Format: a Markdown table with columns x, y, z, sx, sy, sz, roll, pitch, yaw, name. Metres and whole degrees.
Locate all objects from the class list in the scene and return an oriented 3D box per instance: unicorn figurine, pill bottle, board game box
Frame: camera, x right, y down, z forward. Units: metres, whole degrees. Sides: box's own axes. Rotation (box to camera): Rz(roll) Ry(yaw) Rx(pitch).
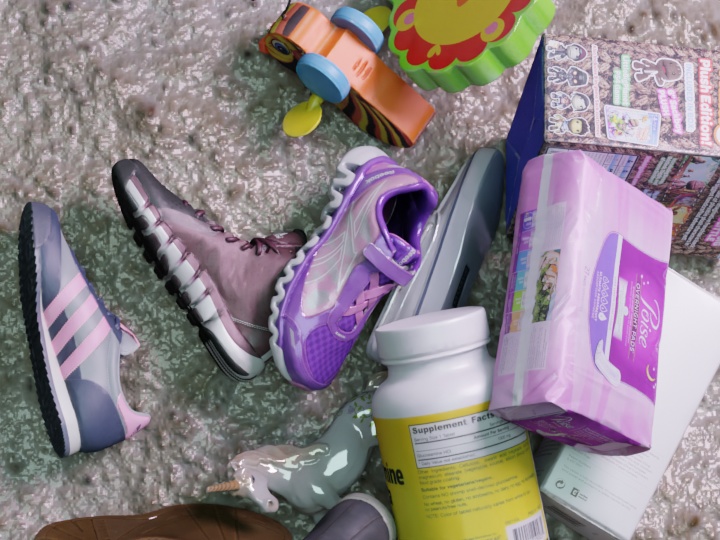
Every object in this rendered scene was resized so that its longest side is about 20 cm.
| x | y | z | sx | sy | sz | roll | pitch | yaw | name |
| --- | --- | --- | --- | --- | --- | --- | --- | --- | --- |
| -0.018 | 0.158 | 1.266 | 0.137 | 0.074 | 0.200 | 44 | 60 | 0 | unicorn figurine |
| 0.070 | 0.134 | 1.199 | 0.111 | 0.112 | 0.202 | -12 | 93 | -7 | pill bottle |
| 0.224 | -0.094 | 1.272 | 0.197 | 0.160 | 0.098 | 5 | 64 | -5 | board game box |

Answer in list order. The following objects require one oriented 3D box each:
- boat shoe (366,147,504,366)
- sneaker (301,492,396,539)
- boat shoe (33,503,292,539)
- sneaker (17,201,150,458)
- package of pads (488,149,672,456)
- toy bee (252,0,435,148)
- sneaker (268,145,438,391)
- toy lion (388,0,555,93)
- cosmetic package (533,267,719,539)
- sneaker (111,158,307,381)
| x | y | z | sx | sy | sz | roll | pitch | yaw | name |
| --- | --- | --- | --- | --- | --- | --- | --- | --- | --- |
| 0.059 | -0.014 | 1.298 | 0.065 | 0.074 | 0.202 | 13 | 66 | 23 | boat shoe |
| -0.053 | 0.258 | 1.187 | 0.074 | 0.106 | 0.202 | 32 | 114 | 20 | sneaker |
| -0.151 | 0.230 | 1.248 | 0.198 | 0.072 | 0.073 | -3 | 111 | -16 | boat shoe |
| -0.219 | 0.042 | 1.274 | 0.081 | 0.070 | 0.202 | -9 | 84 | -23 | sneaker |
| 0.165 | 0.026 | 1.181 | 0.120 | 0.075 | 0.202 | 25 | 64 | -36 | package of pads |
| -0.029 | -0.182 | 1.314 | 0.130 | 0.108 | 0.202 | -33 | 107 | -24 | toy bee |
| 0.000 | 0.000 | 1.252 | 0.088 | 0.080 | 0.202 | 13 | 74 | 42 | sneaker |
| 0.083 | -0.232 | 1.283 | 0.069 | 0.199 | 0.193 | 39 | 81 | -41 | toy lion |
| 0.209 | 0.106 | 1.273 | 0.084 | 0.108 | 0.201 | 31 | 80 | 0 | cosmetic package |
| -0.106 | -0.022 | 1.290 | 0.115 | 0.076 | 0.201 | -34 | 95 | -15 | sneaker |
